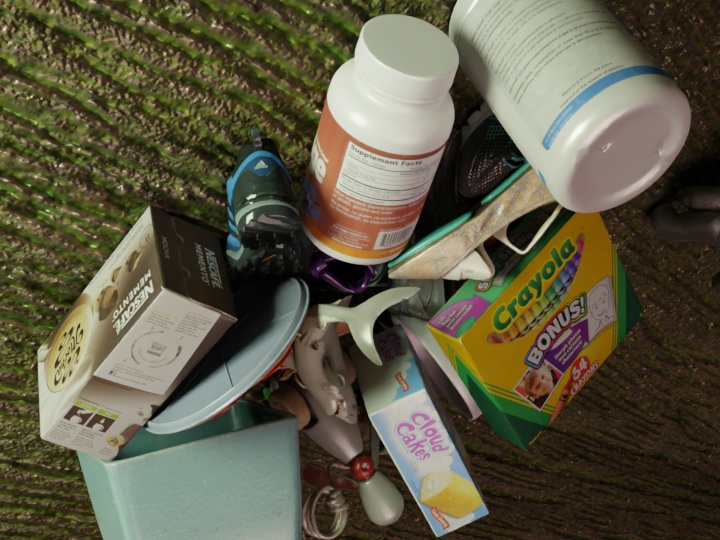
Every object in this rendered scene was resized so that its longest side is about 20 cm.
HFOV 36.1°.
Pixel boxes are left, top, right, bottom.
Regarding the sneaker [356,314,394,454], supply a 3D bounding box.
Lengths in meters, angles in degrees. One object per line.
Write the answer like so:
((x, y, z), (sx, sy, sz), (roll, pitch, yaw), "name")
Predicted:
((0.027, 0.131, 1.254), (0.078, 0.074, 0.203), (-24, 122, -14), "sneaker")

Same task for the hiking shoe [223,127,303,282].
((-0.086, -0.048, 0.992), (0.073, 0.088, 0.200), (-3, 163, -13), "hiking shoe")

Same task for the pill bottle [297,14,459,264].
((0.017, -0.112, 0.954), (0.110, 0.113, 0.202), (-9, 140, -27), "pill bottle")

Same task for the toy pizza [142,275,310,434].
((-0.123, 0.081, 1.032), (0.199, 0.201, 0.032), (-35, 114, 8), "toy pizza")

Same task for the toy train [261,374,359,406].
((-0.023, 0.132, 1.292), (0.197, 0.042, 0.057), (-9, 131, -27), "toy train")

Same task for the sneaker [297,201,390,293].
((0.000, 0.000, 1.101), (0.074, 0.088, 0.198), (-44, 142, 21), "sneaker")

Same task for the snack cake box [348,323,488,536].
((0.063, 0.172, 1.184), (0.066, 0.116, 0.202), (-24, 124, 5), "snack cake box")

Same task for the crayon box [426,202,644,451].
((0.181, 0.048, 1.111), (0.200, 0.058, 0.173), (-46, 128, -15), "crayon box")

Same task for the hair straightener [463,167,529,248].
((0.187, -0.078, 1.148), (0.197, 0.078, 0.041), (-14, 168, -30), "hair straightener")

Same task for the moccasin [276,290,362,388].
((-0.086, 0.081, 1.139), (0.199, 0.074, 0.079), (-25, 120, -8), "moccasin")

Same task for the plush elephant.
((0.471, -0.081, 1.307), (0.156, 0.164, 0.200), (-56, -169, -23), "plush elephant")

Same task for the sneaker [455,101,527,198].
((0.166, -0.134, 1.051), (0.077, 0.092, 0.200), (14, 127, -44), "sneaker")

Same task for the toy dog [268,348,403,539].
((-0.032, 0.183, 1.204), (0.130, 0.204, 0.096), (-11, 179, -24), "toy dog")

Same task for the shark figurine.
((-0.022, 0.052, 1.053), (0.090, 0.127, 0.215), (-48, 170, -30), "shark figurine")

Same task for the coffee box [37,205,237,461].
((-0.205, 0.058, 0.992), (0.079, 0.114, 0.200), (26, 119, -35), "coffee box")

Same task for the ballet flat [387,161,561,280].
((0.118, -0.034, 1.008), (0.199, 0.068, 0.068), (-36, -179, 6), "ballet flat")

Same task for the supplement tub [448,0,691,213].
((0.171, -0.160, 0.927), (0.130, 0.202, 0.133), (-19, 145, -14), "supplement tub")

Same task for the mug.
((0.135, 0.035, 1.195), (0.175, 0.148, 0.201), (-39, 141, -7), "mug")

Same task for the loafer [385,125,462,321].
((0.079, -0.044, 1.076), (0.073, 0.071, 0.203), (-35, 139, -55), "loafer")

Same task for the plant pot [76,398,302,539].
((-0.168, 0.259, 1.133), (0.193, 0.204, 0.196), (-11, -177, -24), "plant pot")
